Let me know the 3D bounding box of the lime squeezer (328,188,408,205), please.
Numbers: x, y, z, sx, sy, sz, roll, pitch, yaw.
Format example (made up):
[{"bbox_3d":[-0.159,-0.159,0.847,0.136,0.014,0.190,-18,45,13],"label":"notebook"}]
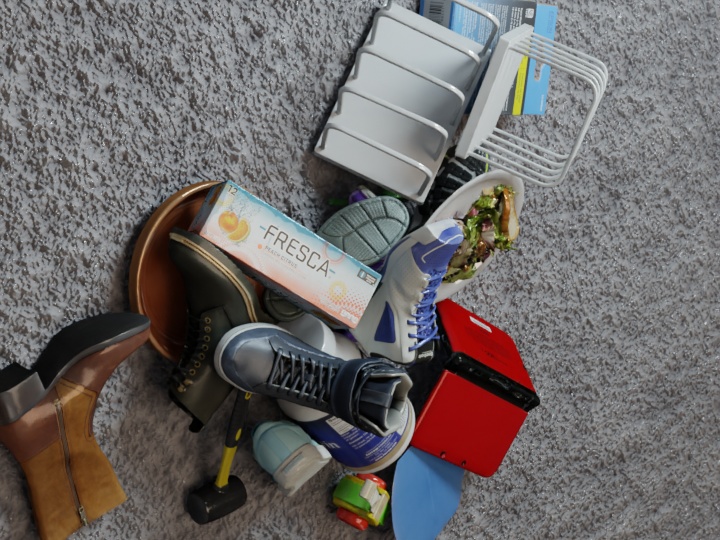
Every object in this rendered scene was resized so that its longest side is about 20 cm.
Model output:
[{"bbox_3d":[0.046,-0.112,1.629,0.200,0.038,0.071,-42,127,-29],"label":"lime squeezer"}]

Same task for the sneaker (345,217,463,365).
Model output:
[{"bbox_3d":[0.061,0.038,1.493,0.080,0.116,0.199,-20,160,-52],"label":"sneaker"}]

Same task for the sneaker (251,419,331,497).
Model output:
[{"bbox_3d":[-0.084,0.203,1.528,0.074,0.082,0.200,-39,169,-11],"label":"sneaker"}]

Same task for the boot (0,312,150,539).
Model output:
[{"bbox_3d":[-0.269,0.161,1.361,0.188,0.068,0.202,-36,125,-34],"label":"boot"}]

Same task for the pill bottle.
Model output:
[{"bbox_3d":[-0.029,0.143,1.566,0.116,0.115,0.200,-57,133,-17],"label":"pill bottle"}]

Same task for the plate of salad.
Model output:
[{"bbox_3d":[0.128,-0.032,1.595,0.199,0.048,0.201,-33,149,-23],"label":"plate of salad"}]

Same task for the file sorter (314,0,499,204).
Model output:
[{"bbox_3d":[0.053,-0.204,1.499,0.125,0.138,0.201,113,2,-80],"label":"file sorter"}]

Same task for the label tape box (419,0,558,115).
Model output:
[{"bbox_3d":[0.155,-0.270,1.677,0.199,0.063,0.146,-4,105,-45],"label":"label tape box"}]

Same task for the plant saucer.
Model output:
[{"bbox_3d":[-0.168,0.003,1.447,0.199,0.032,0.202,-15,112,-43],"label":"plant saucer"}]

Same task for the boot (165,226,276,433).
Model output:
[{"bbox_3d":[-0.169,0.066,1.391,0.139,0.077,0.201,-49,130,-19],"label":"boot"}]

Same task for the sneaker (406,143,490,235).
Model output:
[{"bbox_3d":[0.106,-0.077,1.653,0.081,0.074,0.201,-39,159,-58],"label":"sneaker"}]

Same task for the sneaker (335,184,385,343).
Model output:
[{"bbox_3d":[0.000,0.000,1.579,0.083,0.081,0.202,-12,117,-21],"label":"sneaker"}]

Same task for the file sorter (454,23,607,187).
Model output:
[{"bbox_3d":[0.204,-0.188,1.543,0.200,0.124,0.140,-45,158,-70],"label":"file sorter"}]

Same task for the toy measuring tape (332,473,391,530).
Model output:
[{"bbox_3d":[-0.004,0.272,1.632,0.074,0.073,0.200,-61,165,-14],"label":"toy measuring tape"}]

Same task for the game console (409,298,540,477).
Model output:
[{"bbox_3d":[0.133,0.151,1.764,0.118,0.173,0.199,-37,140,21],"label":"game console"}]

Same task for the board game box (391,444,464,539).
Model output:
[{"bbox_3d":[0.075,0.276,1.747,0.200,0.039,0.159,-43,130,-48],"label":"board game box"}]

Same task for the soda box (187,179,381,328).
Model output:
[{"bbox_3d":[-0.081,-0.015,1.407,0.199,0.063,0.069,32,77,-19],"label":"soda box"}]

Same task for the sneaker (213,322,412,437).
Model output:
[{"bbox_3d":[-0.039,0.112,1.380,0.201,0.146,0.078,19,87,-38],"label":"sneaker"}]

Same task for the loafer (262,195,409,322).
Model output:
[{"bbox_3d":[-0.033,-0.013,1.498,0.199,0.063,0.072,-38,89,-19],"label":"loafer"}]

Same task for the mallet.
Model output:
[{"bbox_3d":[-0.150,0.199,1.465,0.066,0.041,0.201,-26,142,-37],"label":"mallet"}]
